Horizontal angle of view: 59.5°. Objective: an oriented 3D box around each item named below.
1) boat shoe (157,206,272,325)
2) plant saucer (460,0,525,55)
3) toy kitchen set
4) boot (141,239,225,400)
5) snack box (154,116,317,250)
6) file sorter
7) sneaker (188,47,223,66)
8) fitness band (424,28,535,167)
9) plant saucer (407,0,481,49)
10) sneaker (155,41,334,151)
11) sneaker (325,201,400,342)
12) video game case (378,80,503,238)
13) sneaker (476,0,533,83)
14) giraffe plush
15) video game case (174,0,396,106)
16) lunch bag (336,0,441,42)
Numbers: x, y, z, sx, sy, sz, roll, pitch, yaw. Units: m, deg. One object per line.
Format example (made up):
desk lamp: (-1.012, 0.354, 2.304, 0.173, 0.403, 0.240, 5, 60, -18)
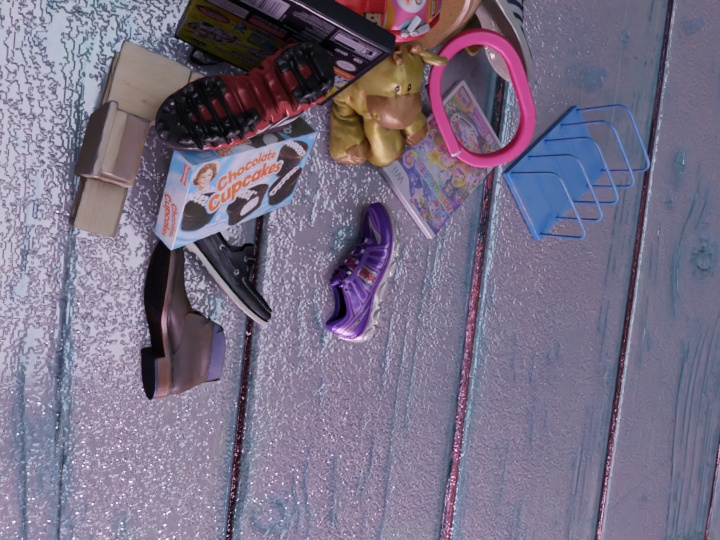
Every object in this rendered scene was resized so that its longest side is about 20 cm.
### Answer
boat shoe: (-0.165, -0.019, 0.797, 0.066, 0.074, 0.201, -40, 105, -6)
plant saucer: (0.163, -0.461, 0.940, 0.201, 0.048, 0.201, -47, 115, -16)
toy kitchen set: (-0.207, -0.123, 0.700, 0.177, 0.162, 0.205, 17, 89, -30)
boot: (-0.216, 0.056, 0.787, 0.095, 0.074, 0.205, -1, 107, -38)
snack box: (-0.140, -0.106, 0.729, 0.199, 0.037, 0.117, -31, 155, -48)
file sorter: (0.367, -0.164, 1.053, 0.199, 0.122, 0.140, -42, 115, -18)
sneaker: (-0.148, -0.346, 0.772, 0.102, 0.060, 0.205, 6, 97, -33)
fitness band: (0.176, -0.245, 0.916, 0.141, 0.038, 0.203, -21, 116, 13)
plant saucer: (0.078, -0.364, 0.832, 0.196, 0.200, 0.036, 12, 50, -30)
sneaker: (-0.122, -0.171, 0.659, 0.198, 0.097, 0.072, -30, 97, -23)
sneaker: (0.000, 0.000, 0.893, 0.082, 0.080, 0.205, 14, 90, -24)
video game case: (0.132, -0.172, 0.977, 0.200, 0.018, 0.144, -48, 116, -16)
sneaker: (0.213, -0.375, 0.913, 0.085, 0.074, 0.202, -45, 120, -25)
giraffe plush: (0.032, -0.240, 0.822, 0.171, 0.161, 0.202, -37, 109, -17)
video game case: (-0.088, -0.256, 0.687, 0.196, 0.180, 0.026, 19, 77, -26)
lunch bag: (-0.008, -0.316, 0.718, 0.177, 0.195, 0.084, -61, 158, -54)
